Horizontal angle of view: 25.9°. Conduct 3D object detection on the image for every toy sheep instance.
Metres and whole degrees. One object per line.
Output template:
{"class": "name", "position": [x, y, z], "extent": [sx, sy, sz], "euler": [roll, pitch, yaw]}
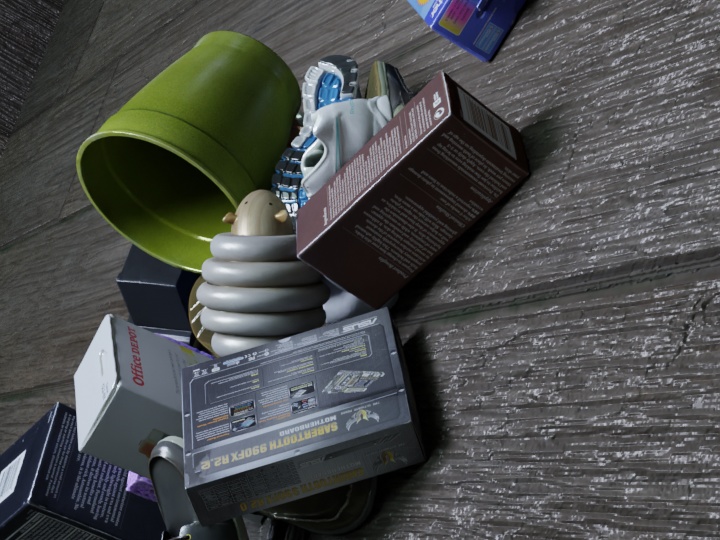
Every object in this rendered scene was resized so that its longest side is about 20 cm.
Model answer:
{"class": "toy sheep", "position": [-0.088, 0.027, 1.447], "extent": [0.138, 0.136, 0.203], "euler": [-175, 80, -65]}

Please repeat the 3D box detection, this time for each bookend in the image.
{"class": "bookend", "position": [-0.229, -0.048, 1.807], "extent": [0.200, 0.091, 0.202], "euler": [77, -157, -50]}

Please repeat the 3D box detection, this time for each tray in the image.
{"class": "tray", "position": [0.000, 0.000, 1.522], "extent": [0.108, 0.022, 0.201], "euler": [-54, 25, 25]}

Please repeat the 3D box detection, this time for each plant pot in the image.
{"class": "plant pot", "position": [-0.157, -0.135, 1.606], "extent": [0.200, 0.200, 0.194], "euler": [-28, 27, 53]}

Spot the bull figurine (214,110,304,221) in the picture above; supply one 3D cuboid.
{"class": "bull figurine", "position": [-0.123, -0.106, 1.716], "extent": [0.065, 0.198, 0.122], "euler": [87, 158, -69]}

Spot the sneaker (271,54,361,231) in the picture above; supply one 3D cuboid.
{"class": "sneaker", "position": [-0.028, -0.113, 1.564], "extent": [0.074, 0.087, 0.202], "euler": [2, 56, 23]}

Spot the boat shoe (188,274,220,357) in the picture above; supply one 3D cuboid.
{"class": "boat shoe", "position": [-0.115, 0.066, 1.585], "extent": [0.073, 0.063, 0.201], "euler": [-48, 42, 6]}

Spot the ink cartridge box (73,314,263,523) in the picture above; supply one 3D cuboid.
{"class": "ink cartridge box", "position": [-0.172, 0.142, 1.517], "extent": [0.084, 0.199, 0.145], "euler": [-56, 24, 16]}

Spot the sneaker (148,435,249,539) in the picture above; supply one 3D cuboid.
{"class": "sneaker", "position": [-0.154, 0.250, 1.357], "extent": [0.075, 0.106, 0.202], "euler": [-28, 86, 51]}

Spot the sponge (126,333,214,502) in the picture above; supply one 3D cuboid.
{"class": "sponge", "position": [-0.179, 0.164, 1.621], "extent": [0.030, 0.111, 0.201], "euler": [-46, 29, 36]}

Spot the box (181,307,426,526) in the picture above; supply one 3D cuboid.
{"class": "box", "position": [-0.053, 0.121, 1.335], "extent": [0.198, 0.049, 0.159], "euler": [-17, 36, 3]}

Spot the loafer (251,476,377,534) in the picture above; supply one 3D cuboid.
{"class": "loafer", "position": [-0.069, 0.187, 1.365], "extent": [0.198, 0.069, 0.076], "euler": [-7, 71, 43]}

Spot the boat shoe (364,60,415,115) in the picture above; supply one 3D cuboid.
{"class": "boat shoe", "position": [0.043, -0.129, 1.512], "extent": [0.202, 0.065, 0.072], "euler": [-99, 17, -49]}

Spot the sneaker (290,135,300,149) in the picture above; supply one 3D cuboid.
{"class": "sneaker", "position": [-0.071, -0.048, 1.610], "extent": [0.114, 0.072, 0.202], "euler": [-49, 22, 42]}

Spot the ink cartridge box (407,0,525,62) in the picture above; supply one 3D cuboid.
{"class": "ink cartridge box", "position": [0.113, -0.293, 1.517], "extent": [0.137, 0.076, 0.200], "euler": [-58, 26, 15]}

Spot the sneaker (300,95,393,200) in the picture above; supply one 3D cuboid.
{"class": "sneaker", "position": [-0.020, -0.080, 1.453], "extent": [0.071, 0.079, 0.202], "euler": [-104, 17, -46]}

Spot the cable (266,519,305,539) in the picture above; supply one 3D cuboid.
{"class": "cable", "position": [-0.061, 0.167, 1.437], "extent": [0.097, 0.050, 0.202], "euler": [11, 75, 54]}

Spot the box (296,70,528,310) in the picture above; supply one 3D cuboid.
{"class": "box", "position": [0.043, -0.067, 1.376], "extent": [0.200, 0.100, 0.075], "euler": [-42, 30, 25]}

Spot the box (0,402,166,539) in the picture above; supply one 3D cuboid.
{"class": "box", "position": [-0.283, 0.258, 1.634], "extent": [0.200, 0.197, 0.124], "euler": [-37, 33, 46]}
